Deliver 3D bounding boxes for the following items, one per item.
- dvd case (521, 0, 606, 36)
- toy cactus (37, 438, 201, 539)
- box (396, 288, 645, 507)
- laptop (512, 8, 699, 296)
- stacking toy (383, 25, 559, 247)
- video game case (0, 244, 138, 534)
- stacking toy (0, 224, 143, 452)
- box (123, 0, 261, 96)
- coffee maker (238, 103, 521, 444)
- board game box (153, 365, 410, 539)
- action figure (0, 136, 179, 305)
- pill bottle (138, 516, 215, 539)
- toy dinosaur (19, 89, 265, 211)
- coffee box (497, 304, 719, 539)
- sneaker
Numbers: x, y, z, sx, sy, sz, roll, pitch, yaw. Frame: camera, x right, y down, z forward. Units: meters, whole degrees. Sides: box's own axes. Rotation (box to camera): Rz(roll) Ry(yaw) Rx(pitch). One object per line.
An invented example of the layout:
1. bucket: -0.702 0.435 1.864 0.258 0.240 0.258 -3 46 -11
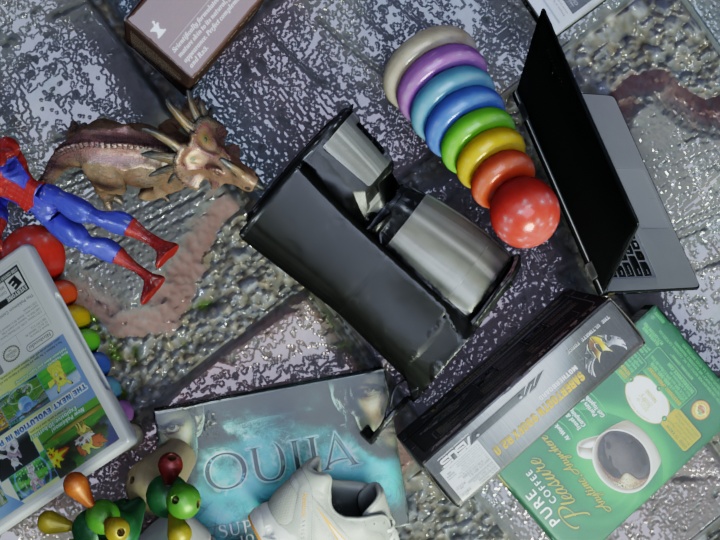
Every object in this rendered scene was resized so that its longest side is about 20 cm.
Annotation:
1. dvd case: 0.192 -0.307 1.480 0.199 0.025 0.151 -36 95 -3
2. toy cactus: -0.188 0.186 1.432 0.102 0.165 0.200 45 128 -5
3. box: 0.126 0.099 1.482 0.200 0.158 0.048 -41 95 -4
4. laptop: 0.206 -0.089 1.430 0.199 0.116 0.189 -2 63 -43
5. stacking toy: 0.095 -0.101 1.454 0.085 0.086 0.201 -27 57 -4
6. video game case: -0.298 0.109 1.455 0.199 0.022 0.183 -33 78 14
7. stacking toy: -0.246 0.061 1.489 0.085 0.085 0.202 -18 86 -5
8. box: -0.128 -0.202 1.425 0.075 0.200 0.100 41 87 -5
9. coffee maker: 0.000 0.000 1.466 0.200 0.135 0.193 39 74 -2
10. board game box: -0.066 0.164 1.529 0.198 0.028 0.137 -11 93 -6
11. action figure: -0.251 -0.038 1.416 0.199 0.099 0.066 33 127 7
12. pill bottle: -0.104 0.292 1.472 0.114 0.114 0.200 -45 105 -3
13. toy dinosaur: -0.180 -0.094 1.456 0.198 0.136 0.087 -7 92 -5
14. coffee box: 0.213 0.138 1.550 0.200 0.044 0.123 -43 95 -4
15. sneaker: 0.010 0.225 1.489 0.199 0.076 0.092 33 105 -27
